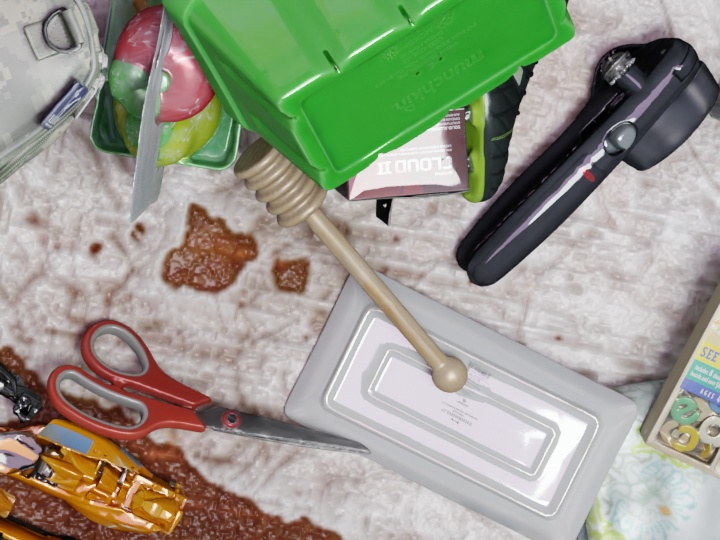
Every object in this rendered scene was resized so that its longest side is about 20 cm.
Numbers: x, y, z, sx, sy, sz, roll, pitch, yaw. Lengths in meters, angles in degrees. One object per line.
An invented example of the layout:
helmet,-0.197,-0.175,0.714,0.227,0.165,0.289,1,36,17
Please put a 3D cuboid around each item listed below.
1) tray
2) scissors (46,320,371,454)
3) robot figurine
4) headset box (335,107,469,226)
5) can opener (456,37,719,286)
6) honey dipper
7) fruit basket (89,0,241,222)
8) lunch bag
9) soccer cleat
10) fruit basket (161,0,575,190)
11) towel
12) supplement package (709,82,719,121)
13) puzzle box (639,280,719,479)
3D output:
tray,0.062,0.087,1.474,0.199,0.022,0.108,26,93,1
scissors,-0.093,0.095,1.451,0.200,0.014,0.073,27,57,-7
robot figurine,-0.214,0.137,1.439,0.199,0.058,0.145,25,91,-12
headset box,0.012,-0.128,1.392,0.075,0.149,0.201,-5,99,-8
can opener,0.137,-0.066,1.464,0.200,0.063,0.079,-44,103,-1
honey dipper,0.000,0.000,1.419,0.038,0.038,0.200,-42,113,-1
fruit basket,-0.113,-0.127,1.348,0.093,0.200,0.186,10,97,5
lunch bag,-0.229,-0.114,1.329,0.167,0.200,0.140,-22,101,-4
soccer cleat,0.088,-0.141,1.448,0.081,0.067,0.201,-2,98,-22
fruit basket,-0.011,-0.177,1.257,0.215,0.156,0.216,-8,60,14
towel,0.224,0.164,1.520,0.171,0.048,0.201,-8,99,-9
supplement package,0.317,-0.159,1.452,0.117,0.117,0.201,24,94,-11
puzzle box,0.291,0.087,1.470,0.199,0.025,0.133,24,103,-7
